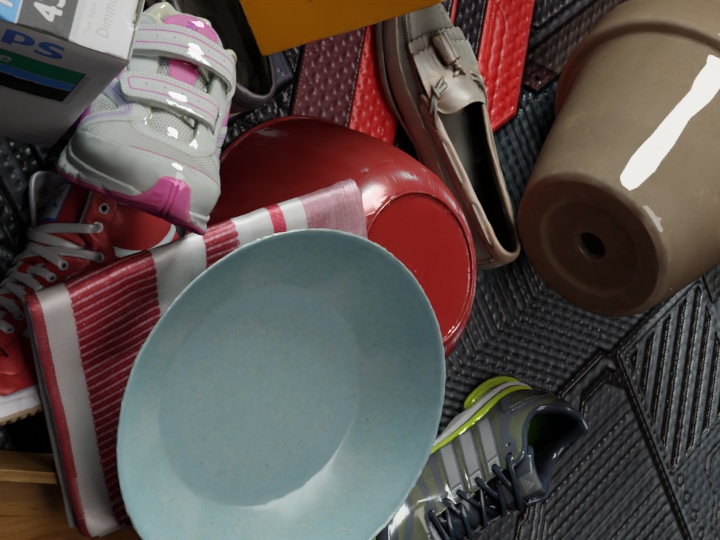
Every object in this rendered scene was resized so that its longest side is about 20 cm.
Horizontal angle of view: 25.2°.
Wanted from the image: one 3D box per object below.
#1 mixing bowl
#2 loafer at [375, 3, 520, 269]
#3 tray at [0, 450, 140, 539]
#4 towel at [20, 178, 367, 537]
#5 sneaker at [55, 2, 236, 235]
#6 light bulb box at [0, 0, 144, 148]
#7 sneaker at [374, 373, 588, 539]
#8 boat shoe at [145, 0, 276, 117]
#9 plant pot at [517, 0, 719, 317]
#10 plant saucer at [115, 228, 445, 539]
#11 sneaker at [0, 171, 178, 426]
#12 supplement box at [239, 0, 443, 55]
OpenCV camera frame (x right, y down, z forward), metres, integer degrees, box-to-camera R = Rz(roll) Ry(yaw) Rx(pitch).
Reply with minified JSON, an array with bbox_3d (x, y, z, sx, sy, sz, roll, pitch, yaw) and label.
[{"bbox_3d":[0.000,0.000,0.993,0.199,0.108,0.203,1,88,-42],"label":"mixing bowl"},{"bbox_3d":[0.066,-0.098,1.081,0.072,0.063,0.202,-24,105,-38],"label":"loafer"},{"bbox_3d":[-0.153,0.153,0.884,0.199,0.037,0.100,10,99,-38],"label":"tray"},{"bbox_3d":[-0.076,0.047,0.864,0.199,0.023,0.146,-21,117,-28],"label":"towel"},{"bbox_3d":[-0.106,-0.088,0.835,0.081,0.200,0.089,22,109,-24],"label":"sneaker"},{"bbox_3d":[-0.165,-0.184,0.768,0.124,0.200,0.200,16,79,-18],"label":"light bulb box"},{"bbox_3d":[0.077,0.144,1.078,0.200,0.081,0.074,-48,119,-31],"label":"sneaker"},{"bbox_3d":[-0.101,-0.183,0.931,0.072,0.064,0.202,-35,111,-34],"label":"boat shoe"},{"bbox_3d":[0.193,-0.063,1.096,0.175,0.199,0.202,-43,117,-38],"label":"plant pot"},{"bbox_3d":[-0.045,0.072,0.856,0.199,0.039,0.203,-11,112,-30],"label":"plant saucer"},{"bbox_3d":[-0.173,0.008,0.862,0.199,0.071,0.114,-30,113,-46],"label":"sneaker"},{"bbox_3d":[0.020,-0.207,0.961,0.200,0.125,0.074,-48,121,-55],"label":"supplement box"}]
